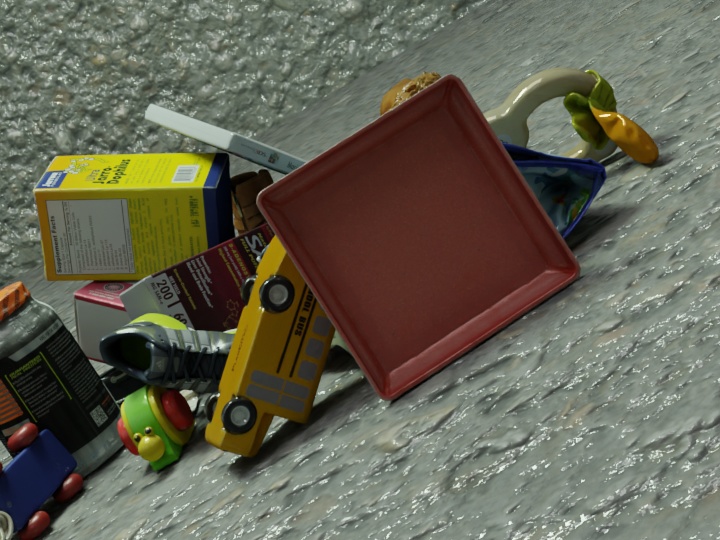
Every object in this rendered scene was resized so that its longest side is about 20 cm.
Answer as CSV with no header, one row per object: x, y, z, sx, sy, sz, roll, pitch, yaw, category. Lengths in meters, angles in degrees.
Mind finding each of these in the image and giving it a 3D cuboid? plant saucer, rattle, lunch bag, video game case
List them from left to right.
-0.123,-0.135,1.682,0.200,0.182,0.024,24,94,52,video game case
0.047,-0.027,1.232,0.199,0.200,0.037,-33,-1,-7,plant saucer
0.105,-0.050,1.363,0.200,0.128,0.170,-23,7,-18,lunch bag
0.171,-0.107,1.464,0.199,0.130,0.143,-16,52,-7,rattle

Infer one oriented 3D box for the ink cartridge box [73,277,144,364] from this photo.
-0.201,0.035,1.670,0.144,0.085,0.200,12,29,26,ink cartridge box

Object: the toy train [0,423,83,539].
-0.363,0.242,1.438,0.116,0.085,0.200,-37,8,29,toy train

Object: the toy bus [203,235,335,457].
-0.071,0.063,1.289,0.065,0.078,0.201,3,76,69,toy bus

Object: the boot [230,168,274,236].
-0.125,-0.039,1.774,0.200,0.155,0.074,-17,19,49,boot

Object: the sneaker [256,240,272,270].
-0.072,0.009,1.434,0.085,0.077,0.200,8,-72,-61,sneaker

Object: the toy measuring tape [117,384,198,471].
-0.196,0.134,1.466,0.073,0.074,0.200,-29,13,9,toy measuring tape

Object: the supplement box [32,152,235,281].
-0.245,-0.060,1.646,0.199,0.109,0.110,0,25,3,supplement box

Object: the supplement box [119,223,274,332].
-0.138,0.029,1.551,0.200,0.109,0.061,-28,0,-41,supplement box

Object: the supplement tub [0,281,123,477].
-0.340,0.120,1.559,0.122,0.200,0.123,-29,12,7,supplement tub

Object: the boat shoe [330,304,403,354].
0.005,0.044,1.343,0.062,0.071,0.200,-9,-2,-25,boat shoe

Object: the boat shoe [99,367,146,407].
-0.228,0.098,1.705,0.075,0.060,0.200,-21,16,39,boat shoe

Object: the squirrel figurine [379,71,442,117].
0.038,-0.131,1.733,0.187,0.142,0.200,-42,-6,-14,squirrel figurine

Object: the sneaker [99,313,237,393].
-0.159,0.089,1.406,0.199,0.074,0.081,6,10,27,sneaker
